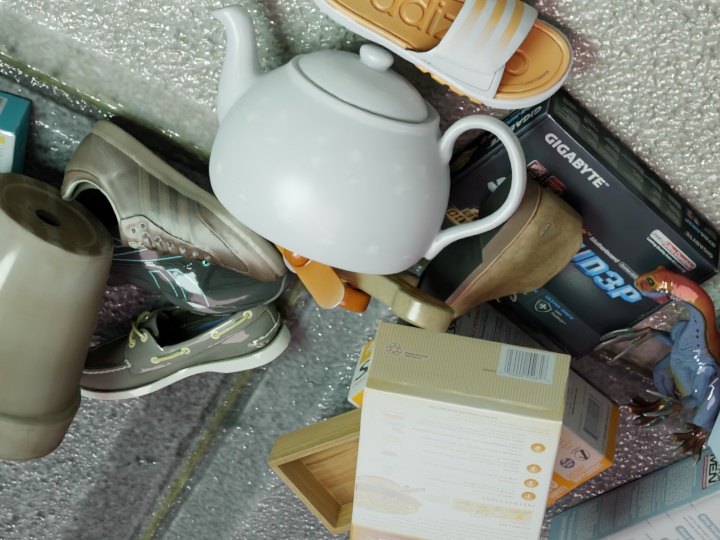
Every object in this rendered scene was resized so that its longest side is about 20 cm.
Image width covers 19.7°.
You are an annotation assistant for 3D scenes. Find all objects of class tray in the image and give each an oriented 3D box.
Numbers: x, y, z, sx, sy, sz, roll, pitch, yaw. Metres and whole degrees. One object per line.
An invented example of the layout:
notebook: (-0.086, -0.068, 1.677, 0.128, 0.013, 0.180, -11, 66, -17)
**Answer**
tray: (0.030, 0.155, 1.746, 0.199, 0.037, 0.099, -21, 123, 33)

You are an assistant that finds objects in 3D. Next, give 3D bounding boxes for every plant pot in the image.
plant pot: (-0.287, 0.024, 1.665, 0.199, 0.200, 0.174, 29, 108, -11)

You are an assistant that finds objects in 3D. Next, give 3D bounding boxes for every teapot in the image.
teapot: (-0.007, -0.097, 1.552, 0.199, 0.197, 0.147, 9, 115, -36)

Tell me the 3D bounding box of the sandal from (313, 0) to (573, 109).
sandal: (0.059, -0.183, 1.509, 0.206, 0.080, 0.059, 22, 163, -3)

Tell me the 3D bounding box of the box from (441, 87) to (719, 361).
box: (0.161, -0.034, 1.640, 0.200, 0.046, 0.159, 40, 128, -20)

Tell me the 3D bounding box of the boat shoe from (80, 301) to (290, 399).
boat shoe: (-0.162, 0.059, 1.786, 0.201, 0.072, 0.060, -14, 124, 16)

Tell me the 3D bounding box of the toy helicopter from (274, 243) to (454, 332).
toy helicopter: (0.000, 0.000, 1.599, 0.132, 0.200, 0.079, 20, 98, -37)

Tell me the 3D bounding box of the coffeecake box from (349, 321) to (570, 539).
coffeecake box: (0.076, 0.145, 1.639, 0.153, 0.073, 0.201, 10, 136, 4)

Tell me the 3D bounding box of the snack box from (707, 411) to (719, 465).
snack box: (0.392, 0.091, 1.624, 0.199, 0.068, 0.169, -4, 134, -17)

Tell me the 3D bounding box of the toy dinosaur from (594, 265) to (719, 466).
toy dinosaur: (0.261, 0.062, 1.658, 0.105, 0.199, 0.182, 45, 140, 30)

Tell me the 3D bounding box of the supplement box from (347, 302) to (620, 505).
supplement box: (0.106, 0.114, 1.762, 0.200, 0.074, 0.126, 37, 129, -17)

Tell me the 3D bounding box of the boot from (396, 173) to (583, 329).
boot: (0.098, 0.010, 1.621, 0.075, 0.074, 0.200, 26, 131, -22)

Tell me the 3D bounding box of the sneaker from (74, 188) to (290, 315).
sneaker: (-0.156, -0.018, 1.714, 0.199, 0.076, 0.080, 10, 129, 5)

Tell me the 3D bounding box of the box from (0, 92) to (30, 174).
box: (-0.328, -0.062, 1.736, 0.082, 0.049, 0.201, 16, 132, 0)

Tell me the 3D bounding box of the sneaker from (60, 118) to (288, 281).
sneaker: (-0.150, -0.037, 1.660, 0.200, 0.076, 0.070, 36, 177, 14)

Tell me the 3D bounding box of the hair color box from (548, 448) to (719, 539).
hair color box: (0.272, 0.234, 1.832, 0.199, 0.061, 0.099, -28, 119, 33)
